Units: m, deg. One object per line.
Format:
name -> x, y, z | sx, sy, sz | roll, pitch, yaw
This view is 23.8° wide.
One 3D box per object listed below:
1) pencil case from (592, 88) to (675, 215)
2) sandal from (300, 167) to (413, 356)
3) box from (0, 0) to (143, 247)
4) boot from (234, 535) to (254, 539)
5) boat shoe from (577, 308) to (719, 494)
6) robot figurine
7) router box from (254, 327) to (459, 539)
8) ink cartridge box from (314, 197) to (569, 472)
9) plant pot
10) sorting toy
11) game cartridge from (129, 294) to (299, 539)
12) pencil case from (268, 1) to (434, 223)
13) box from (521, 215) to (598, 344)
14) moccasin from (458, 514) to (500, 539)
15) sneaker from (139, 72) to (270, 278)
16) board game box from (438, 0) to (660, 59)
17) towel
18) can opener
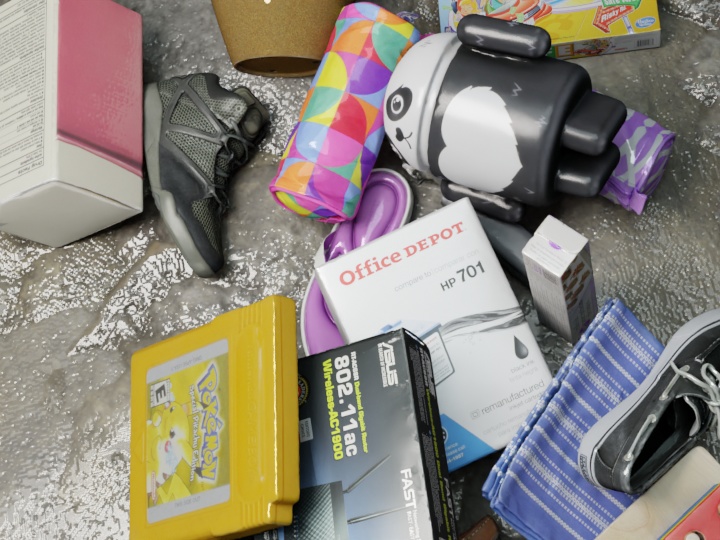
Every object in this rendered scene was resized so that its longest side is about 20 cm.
pencil case -> 0.177, -0.125, 1.501 | 0.199, 0.084, 0.086 | 26, 42, 18
sandal -> -0.007, -0.001, 1.503 | 0.082, 0.050, 0.204 | 8, 72, 12
box -> -0.275, -0.140, 1.540 | 0.127, 0.109, 0.202 | -18, 65, 37
boot -> -0.149, 0.235, 1.427 | 0.165, 0.066, 0.201 | -41, 61, 15
boat shoe -> 0.262, 0.106, 1.374 | 0.199, 0.074, 0.068 | -36, 26, -24
robot figurine -> 0.116, -0.124, 1.416 | 0.199, 0.125, 0.151 | 18, 90, 18
router box -> -0.009, 0.161, 1.325 | 0.149, 0.062, 0.201 | -18, 64, 19
ink cartridge box -> 0.066, 0.061, 1.427 | 0.146, 0.086, 0.201 | -25, 86, -1
plant pot -> -0.069, -0.284, 1.564 | 0.185, 0.186, 0.202 | -2, 85, 8
sorting toy -> 0.266, 0.274, 1.332 | 0.199, 0.070, 0.200 | -41, 81, -7
game cartridge -> -0.119, 0.127, 1.354 | 0.199, 0.032, 0.178 | -24, 62, 48
pencil case -> -0.008, -0.139, 1.499 | 0.088, 0.088, 0.201 | 21, 80, 15
box -> 0.165, 0.010, 1.393 | 0.041, 0.200, 0.039 | 36, 82, 19
moccasin -> 0.022, 0.251, 1.401 | 0.200, 0.074, 0.078 | -29, 76, 8
sneaker -> -0.133, -0.096, 1.543 | 0.113, 0.076, 0.201 | -18, 63, 9
board game box -> 0.170, -0.261, 1.580 | 0.198, 0.034, 0.136 | -7, 69, 6
towel -> 0.194, 0.140, 1.386 | 0.201, 0.145, 0.024 | -55, 30, -12
can opener -> 0.104, -0.069, 1.510 | 0.200, 0.053, 0.067 | 42, 81, 18
